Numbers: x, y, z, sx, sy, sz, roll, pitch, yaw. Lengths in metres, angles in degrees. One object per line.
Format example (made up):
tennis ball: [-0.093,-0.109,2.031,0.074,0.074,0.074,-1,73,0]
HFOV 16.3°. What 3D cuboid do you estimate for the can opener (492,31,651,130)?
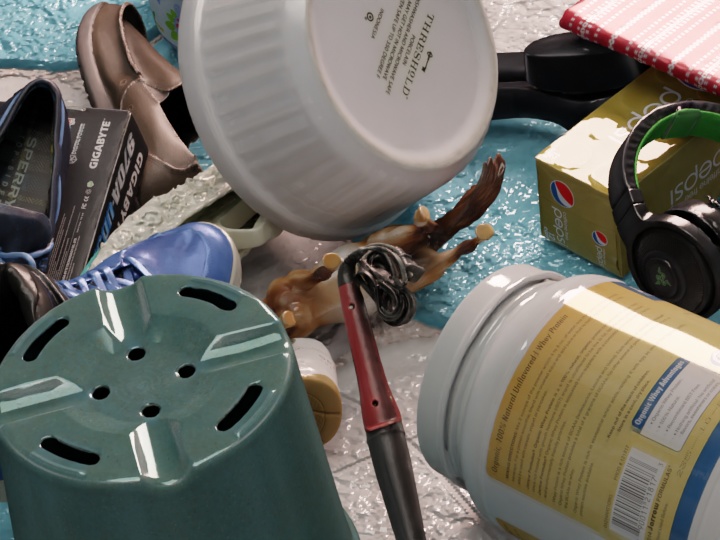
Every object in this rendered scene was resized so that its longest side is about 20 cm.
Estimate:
can opener: [0.097,-0.121,1.609,0.199,0.079,0.063,-1,34,29]

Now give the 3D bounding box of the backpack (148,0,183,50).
backpack: [-0.060,-0.247,1.718,0.199,0.147,0.183,-18,38,-6]

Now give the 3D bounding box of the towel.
towel: [0.241,-0.144,1.530,0.199,0.023,0.144,28,46,30]

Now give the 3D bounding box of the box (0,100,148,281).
box: [-0.228,-0.009,1.505,0.158,0.046,0.201,4,61,16]

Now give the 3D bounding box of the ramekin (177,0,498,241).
ramekin: [-0.005,-0.125,1.504,0.094,0.203,0.203,-17,26,46]

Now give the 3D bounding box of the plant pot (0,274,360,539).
plant pot: [-0.092,0.121,1.257,0.199,0.197,0.201,-5,40,4]

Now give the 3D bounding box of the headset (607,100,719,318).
headset: [0.219,-0.016,1.419,0.123,0.094,0.201,-8,63,-25]

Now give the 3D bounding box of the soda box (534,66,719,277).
soda box: [0.197,-0.083,1.540,0.068,0.064,0.200,29,54,35]

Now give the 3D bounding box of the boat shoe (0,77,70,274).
boat shoe: [-0.213,-0.023,1.430,0.084,0.069,0.201,9,61,-9]

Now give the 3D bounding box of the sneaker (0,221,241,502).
sneaker: [-0.146,0.025,1.332,0.200,0.111,0.077,-41,58,-19]

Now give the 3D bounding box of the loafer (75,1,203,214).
loafer: [-0.133,-0.101,1.617,0.071,0.073,0.201,-21,50,6]

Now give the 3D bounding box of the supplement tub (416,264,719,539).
supplement tub: [0.143,0.088,1.289,0.199,0.145,0.145,25,51,33]

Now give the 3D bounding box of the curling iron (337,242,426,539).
curling iron: [0.018,0.076,1.349,0.049,0.025,0.201,-22,65,38]

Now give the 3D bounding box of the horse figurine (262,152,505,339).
horse figurine: [0.000,0.000,1.464,0.199,0.133,0.050,-26,87,-18]

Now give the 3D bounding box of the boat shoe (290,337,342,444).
boat shoe: [-0.110,0.074,1.418,0.199,0.071,0.069,-5,34,0]

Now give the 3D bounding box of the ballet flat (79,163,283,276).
ballet flat: [-0.093,-0.019,1.497,0.071,0.072,0.200,15,38,26]
